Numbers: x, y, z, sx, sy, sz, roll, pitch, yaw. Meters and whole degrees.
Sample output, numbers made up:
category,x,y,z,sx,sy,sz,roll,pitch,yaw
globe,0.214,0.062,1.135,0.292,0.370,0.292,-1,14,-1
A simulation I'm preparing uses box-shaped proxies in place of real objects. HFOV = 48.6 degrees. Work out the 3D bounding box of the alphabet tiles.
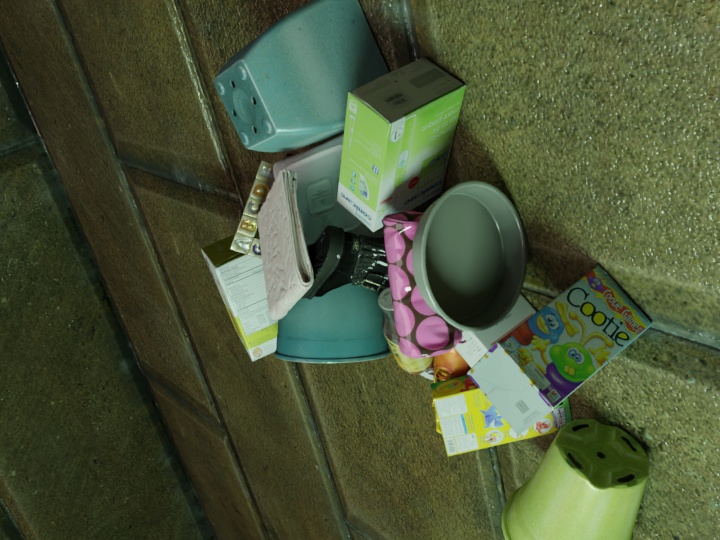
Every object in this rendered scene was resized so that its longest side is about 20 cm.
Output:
category,x,y,z,sx,sy,sz,roll,pitch,yaw
alphabet tiles,-0.118,-0.104,1.402,0.200,0.167,0.008,-68,20,11

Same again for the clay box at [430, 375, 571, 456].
category,x,y,z,sx,sy,sz,roll,pitch,yaw
clay box,0.218,0.209,1.233,0.048,0.200,0.115,-98,-7,-64

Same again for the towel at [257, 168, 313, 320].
category,x,y,z,sx,sy,sz,roll,pitch,yaw
towel,-0.121,-0.036,1.256,0.200,0.032,0.191,135,129,-65

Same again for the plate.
category,x,y,z,sx,sy,sz,roll,pitch,yaw
plate,-0.056,-0.116,1.287,0.199,0.032,0.200,-17,75,27

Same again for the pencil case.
category,x,y,z,sx,sy,sz,roll,pitch,yaw
pencil case,0.087,0.015,1.098,0.094,0.091,0.200,-7,100,13

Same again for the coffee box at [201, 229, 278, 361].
category,x,y,z,sx,sy,sz,roll,pitch,yaw
coffee box,-0.170,0.021,1.534,0.198,0.200,0.200,70,167,-18

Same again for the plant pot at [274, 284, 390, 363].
category,x,y,z,sx,sy,sz,roll,pitch,yaw
plant pot,-0.051,0.051,1.375,0.200,0.200,0.188,2,95,56

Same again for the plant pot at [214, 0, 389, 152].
category,x,y,z,sx,sy,sz,roll,pitch,yaw
plant pot,-0.099,-0.281,1.201,0.196,0.200,0.197,-7,111,59

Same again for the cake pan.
category,x,y,z,sx,sy,sz,roll,pitch,yaw
cake pan,0.145,-0.019,1.069,0.037,0.200,0.200,2,118,52

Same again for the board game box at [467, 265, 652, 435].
category,x,y,z,sx,sy,sz,roll,pitch,yaw
board game box,0.253,0.099,1.016,0.103,0.200,0.105,51,150,14

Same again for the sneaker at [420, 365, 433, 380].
category,x,y,z,sx,sy,sz,roll,pitch,yaw
sneaker,0.102,0.104,1.375,0.200,0.080,0.086,43,146,24

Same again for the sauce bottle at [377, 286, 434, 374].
category,x,y,z,sx,sy,sz,roll,pitch,yaw
sauce bottle,0.068,0.091,1.224,0.066,0.066,0.200,36,162,34

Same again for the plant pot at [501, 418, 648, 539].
category,x,y,z,sx,sy,sz,roll,pitch,yaw
plant pot,0.324,0.325,1.154,0.200,0.200,0.184,37,133,33

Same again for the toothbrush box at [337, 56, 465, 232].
category,x,y,z,sx,sy,sz,roll,pitch,yaw
toothbrush box,0.053,-0.175,1.122,0.086,0.146,0.200,43,146,25

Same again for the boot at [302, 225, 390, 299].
category,x,y,z,sx,sy,sz,roll,pitch,yaw
boot,0.000,0.002,1.216,0.211,0.158,0.080,142,135,-66

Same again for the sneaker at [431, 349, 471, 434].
category,x,y,z,sx,sy,sz,roll,pitch,yaw
sneaker,0.147,0.187,1.276,0.073,0.077,0.200,11,129,31

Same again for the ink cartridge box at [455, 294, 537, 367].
category,x,y,z,sx,sy,sz,roll,pitch,yaw
ink cartridge box,0.187,0.074,1.178,0.200,0.116,0.067,51,149,15
